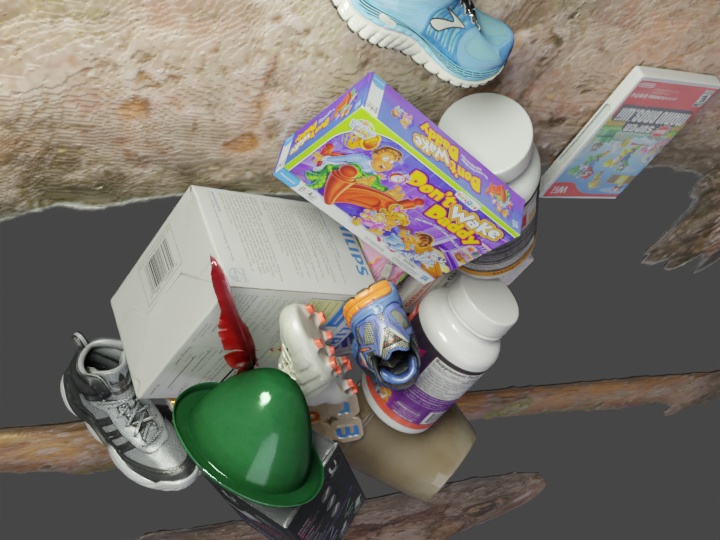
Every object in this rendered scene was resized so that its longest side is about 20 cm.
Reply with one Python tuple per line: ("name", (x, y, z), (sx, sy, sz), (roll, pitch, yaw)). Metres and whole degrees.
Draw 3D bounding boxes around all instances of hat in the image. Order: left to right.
("hat", (-0.070, 0.100, 0.887), (0.178, 0.165, 0.199), (-57, 163, 18))

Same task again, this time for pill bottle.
("pill bottle", (0.095, 0.092, 1.121), (0.110, 0.113, 0.201), (4, 138, -40))
("pill bottle", (0.130, -0.085, 0.991), (0.114, 0.118, 0.201), (-21, 152, -3))

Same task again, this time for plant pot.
("plant pot", (0.058, 0.213, 1.297), (0.201, 0.173, 0.200), (-50, 174, -7))

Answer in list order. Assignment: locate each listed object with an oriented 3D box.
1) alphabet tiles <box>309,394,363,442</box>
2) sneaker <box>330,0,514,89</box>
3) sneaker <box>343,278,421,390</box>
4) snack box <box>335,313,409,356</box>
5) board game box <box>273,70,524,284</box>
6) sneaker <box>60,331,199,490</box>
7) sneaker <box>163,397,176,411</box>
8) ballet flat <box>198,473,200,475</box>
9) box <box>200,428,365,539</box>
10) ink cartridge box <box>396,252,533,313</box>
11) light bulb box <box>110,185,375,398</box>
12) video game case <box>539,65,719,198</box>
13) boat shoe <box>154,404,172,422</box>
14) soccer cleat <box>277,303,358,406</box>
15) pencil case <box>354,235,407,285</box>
("alphabet tiles", (-0.096, 0.192, 1.169), (0.195, 0.015, 0.198), (-11, 135, -1))
("sneaker", (0.067, -0.213, 0.770), (0.198, 0.079, 0.090), (9, 136, -45))
("sneaker", (0.029, 0.089, 0.991), (0.074, 0.079, 0.201), (-26, 152, 1))
("snack box", (0.005, 0.063, 1.194), (0.196, 0.073, 0.024), (-12, 170, -20))
("board game box", (0.037, -0.078, 0.885), (0.199, 0.045, 0.134), (35, 140, -25))
("sneaker", (-0.253, 0.151, 1.040), (0.075, 0.199, 0.115), (-40, 161, -37))
("sneaker", (-0.185, 0.128, 1.075), (0.076, 0.200, 0.079), (-27, 121, -11))
("ballet flat", (-0.252, 0.257, 1.340), (0.072, 0.073, 0.199), (-35, 150, 22))
("box", (-0.081, 0.243, 1.077), (0.107, 0.121, 0.201), (-55, 156, -20))
("ink cartridge box", (0.096, -0.006, 1.150), (0.197, 0.068, 0.117), (0, 144, -35))
("light bulb box", (-0.120, 0.030, 0.992), (0.197, 0.126, 0.198), (5, 140, -43))
("video game case", (0.308, -0.154, 1.110), (0.141, 0.018, 0.201), (-3, 146, -34))
("boat shoe", (-0.242, 0.209, 1.251), (0.062, 0.075, 0.200), (-16, 165, 30))
("soccer cleat", (-0.056, 0.095, 0.950), (0.076, 0.071, 0.201), (-18, 153, 3))
("pencil case", (0.000, 0.000, 1.066), (0.086, 0.089, 0.200), (4, 145, -40))
